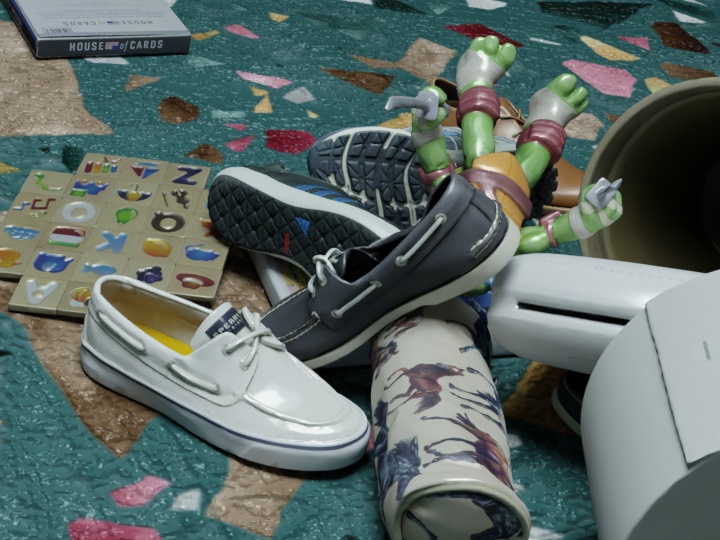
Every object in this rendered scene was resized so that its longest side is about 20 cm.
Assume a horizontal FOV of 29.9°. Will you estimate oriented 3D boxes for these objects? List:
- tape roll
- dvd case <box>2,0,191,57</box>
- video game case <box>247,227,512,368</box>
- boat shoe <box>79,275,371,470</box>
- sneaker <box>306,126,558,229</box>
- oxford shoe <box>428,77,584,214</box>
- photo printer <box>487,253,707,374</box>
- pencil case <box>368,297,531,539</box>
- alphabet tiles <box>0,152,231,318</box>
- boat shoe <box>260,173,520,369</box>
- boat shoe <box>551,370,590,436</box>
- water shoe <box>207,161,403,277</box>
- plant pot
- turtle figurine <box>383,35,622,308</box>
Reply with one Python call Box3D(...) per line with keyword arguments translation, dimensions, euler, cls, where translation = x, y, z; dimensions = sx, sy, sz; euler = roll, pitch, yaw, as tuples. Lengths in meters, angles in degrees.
Box3D(translation=(0.220, 0.114, 0.694), dimensions=(0.202, 0.203, 0.139), euler=(9, 31, -2), cls="tape roll")
Box3D(translation=(-0.268, -0.261, 1.321), dimensions=(0.150, 0.025, 0.200), euler=(-7, 36, -26), cls="dvd case")
Box3D(translation=(0.016, 0.000, 0.988), dimensions=(0.181, 0.024, 0.200), euler=(-3, 35, -20), cls="video game case")
Box3D(translation=(-0.083, 0.056, 0.822), dimensions=(0.199, 0.070, 0.071), euler=(23, 33, 20), cls="boat shoe")
Box3D(translation=(0.047, -0.076, 1.041), dimensions=(0.199, 0.078, 0.086), euler=(5, 20, -23), cls="sneaker")
Box3D(translation=(0.128, -0.104, 1.144), dimensions=(0.200, 0.072, 0.071), euler=(30, 35, 25), cls="oxford shoe")
Box3D(translation=(0.182, 0.032, 0.846), dimensions=(0.166, 0.070, 0.200), euler=(9, 2, 31), cls="photo printer")
Box3D(translation=(0.052, 0.094, 0.792), dimensions=(0.089, 0.078, 0.200), euler=(18, 30, -14), cls="pencil case")
Box3D(translation=(-0.175, -0.027, 0.969), dimensions=(0.166, 0.006, 0.200), euler=(7, 36, 2), cls="alphabet tiles")
Box3D(translation=(0.000, 0.000, 0.831), dimensions=(0.200, 0.063, 0.073), euler=(-27, 31, 28), cls="boat shoe")
Box3D(translation=(0.216, 0.099, 0.847), dimensions=(0.199, 0.068, 0.072), euler=(23, 34, 26), cls="boat shoe")
Box3D(translation=(-0.013, -0.030, 0.938), dimensions=(0.200, 0.072, 0.079), euler=(29, 34, 25), cls="water shoe")
Box3D(translation=(0.286, -0.043, 1.003), dimensions=(0.200, 0.201, 0.173), euler=(27, 19, 25), cls="plant pot")
Box3D(translation=(0.109, -0.088, 0.913), dimensions=(0.143, 0.200, 0.194), euler=(3, 46, 13), cls="turtle figurine")
